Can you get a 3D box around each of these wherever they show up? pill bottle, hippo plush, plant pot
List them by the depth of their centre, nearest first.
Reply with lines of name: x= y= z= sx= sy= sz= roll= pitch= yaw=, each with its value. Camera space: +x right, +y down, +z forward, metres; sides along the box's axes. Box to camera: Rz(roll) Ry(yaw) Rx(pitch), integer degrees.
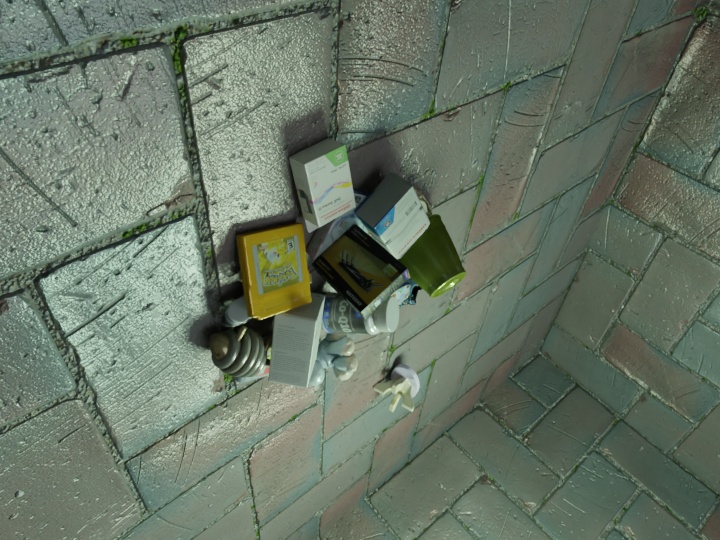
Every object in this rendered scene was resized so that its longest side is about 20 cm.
pill bottle: x=-0.002 y=0.117 z=1.461 sx=0.114 sy=0.199 sz=0.115 roll=6 pitch=84 yaw=-63
hippo plush: x=-0.119 y=0.241 z=1.552 sx=0.160 sy=0.200 sz=0.160 roll=-16 pitch=135 yaw=-32
plant pot: x=0.212 y=-0.030 z=1.615 sx=0.200 sy=0.193 sz=0.201 roll=-30 pitch=162 yaw=-10

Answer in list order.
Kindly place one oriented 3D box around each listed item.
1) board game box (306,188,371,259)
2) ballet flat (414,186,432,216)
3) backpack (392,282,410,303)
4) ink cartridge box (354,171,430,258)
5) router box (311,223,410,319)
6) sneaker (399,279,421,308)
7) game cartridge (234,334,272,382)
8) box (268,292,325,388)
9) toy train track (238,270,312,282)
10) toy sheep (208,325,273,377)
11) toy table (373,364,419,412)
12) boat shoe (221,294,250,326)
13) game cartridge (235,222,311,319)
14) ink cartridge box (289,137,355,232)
board game box: x=-0.026 y=-0.115 z=1.421 sx=0.199 sy=0.043 sz=0.200 roll=5 pitch=119 yaw=-54
ballet flat: x=0.176 y=-0.182 z=1.587 sx=0.076 sy=0.064 sz=0.200 roll=-52 pitch=149 yaw=3
backpack: x=0.054 y=0.038 z=1.569 sx=0.200 sy=0.154 sz=0.191 roll=-39 pitch=152 yaw=-18
ink cartridge box: x=0.089 y=-0.139 z=1.419 sx=0.147 sy=0.086 sz=0.200 roll=-48 pitch=151 yaw=-4
router box: x=0.000 y=0.000 z=1.343 sx=0.157 sy=0.200 sz=0.052 roll=-43 pitch=150 yaw=-10
sneaker: x=0.141 y=0.092 z=1.808 sx=0.200 sy=0.090 sz=0.078 roll=-48 pitch=149 yaw=-1
game cartridge: x=-0.254 y=0.240 z=1.521 sx=0.199 sy=0.041 sz=0.134 roll=-8 pitch=126 yaw=-48
box: x=-0.165 y=0.173 z=1.393 sx=0.152 sy=0.106 sz=0.201 roll=-77 pitch=177 yaw=-68
toy train track: x=-0.211 y=0.019 z=1.319 sx=0.199 sy=0.116 sz=0.032 roll=4 pitch=164 yaw=-40
toy sheep: x=-0.294 y=0.202 z=1.341 sx=0.200 sy=0.138 sz=0.138 roll=32 pitch=98 yaw=-40
toy table: x=0.160 y=0.487 z=2.191 sx=0.117 sy=0.183 sz=0.201 roll=-46 pitch=140 yaw=-37
boat shoe: x=-0.257 y=0.079 z=1.320 sx=0.200 sy=0.072 sz=0.068 roll=-39 pitch=-176 yaw=-43
game cartridge: x=-0.196 y=0.000 z=1.255 sx=0.176 sy=0.032 sz=0.201 roll=-18 pitch=107 yaw=-41
ink cartridge box: x=-0.079 y=-0.181 z=1.221 sx=0.117 sy=0.067 sz=0.201 roll=-32 pitch=132 yaw=-26
